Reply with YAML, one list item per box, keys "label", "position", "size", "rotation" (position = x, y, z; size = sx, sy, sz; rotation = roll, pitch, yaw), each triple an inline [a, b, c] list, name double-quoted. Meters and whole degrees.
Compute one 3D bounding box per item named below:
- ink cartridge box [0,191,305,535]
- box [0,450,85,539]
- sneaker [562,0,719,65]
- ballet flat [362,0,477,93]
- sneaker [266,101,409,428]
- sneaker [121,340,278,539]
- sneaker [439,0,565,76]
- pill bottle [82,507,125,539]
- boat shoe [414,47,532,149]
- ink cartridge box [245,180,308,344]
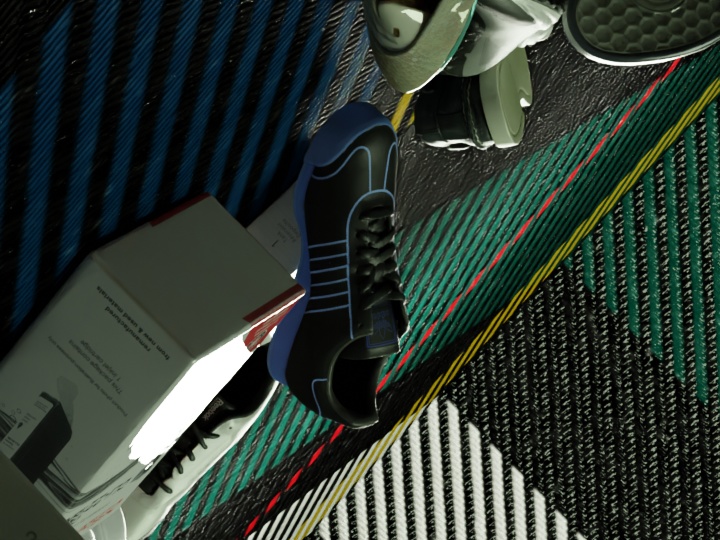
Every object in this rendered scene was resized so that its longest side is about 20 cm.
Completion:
- label: "ink cartridge box"
  position: [-0.142, 0.067, 1.584]
  size: [0.200, 0.084, 0.144]
  rotation: [-48, 173, 27]
- label: "box"
  position: [-0.228, 0.154, 1.234]
  size: [0.199, 0.171, 0.200]
  rotation: [-43, 173, -14]
- label: "sneaker"
  position: [0.188, -0.164, 1.720]
  size: [0.202, 0.077, 0.146]
  rotation: [-28, 179, -21]
- label: "ballet flat"
  position: [0.033, -0.160, 1.450]
  size: [0.062, 0.068, 0.200]
  rotation: [-7, 148, -30]
- label: "sneaker"
  position: [0.000, 0.000, 1.759]
  size: [0.070, 0.078, 0.200]
  rotation: [-14, 126, -40]
- label: "sneaker"
  position: [-0.126, 0.110, 1.942]
  size: [0.200, 0.074, 0.080]
  rotation: [-51, -169, -17]
- label: "sneaker"
  position: [0.064, -0.143, 1.617]
  size: [0.079, 0.074, 0.200]
  rotation: [-39, 173, 0]
- label: "pill bottle"
  position: [-0.220, 0.180, 1.681]
  size: [0.111, 0.111, 0.200]
  rotation: [-49, 172, 30]
- label: "boat shoe"
  position: [0.066, -0.117, 1.784]
  size: [0.066, 0.075, 0.199]
  rotation: [-13, -157, 11]
- label: "ink cartridge box"
  position: [-0.085, 0.029, 1.850]
  size: [0.200, 0.050, 0.161]
  rotation: [-45, 173, -15]
